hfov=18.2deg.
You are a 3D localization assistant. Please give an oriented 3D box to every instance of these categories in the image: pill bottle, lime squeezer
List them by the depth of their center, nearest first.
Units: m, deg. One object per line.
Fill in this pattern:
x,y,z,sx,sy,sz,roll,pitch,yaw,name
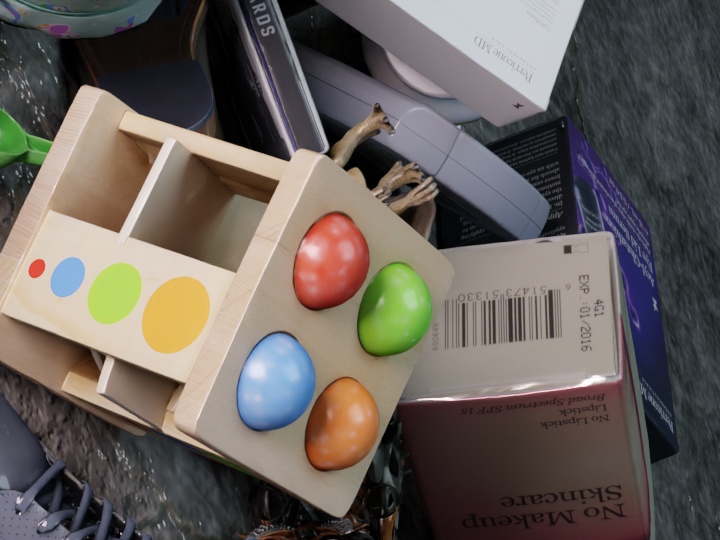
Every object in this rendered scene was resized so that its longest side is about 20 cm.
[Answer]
-0.157,-0.083,0.977,0.038,0.070,0.200,-86,156,-44,lime squeezer
0.056,-0.148,1.415,0.200,0.111,0.112,-39,108,-86,pill bottle

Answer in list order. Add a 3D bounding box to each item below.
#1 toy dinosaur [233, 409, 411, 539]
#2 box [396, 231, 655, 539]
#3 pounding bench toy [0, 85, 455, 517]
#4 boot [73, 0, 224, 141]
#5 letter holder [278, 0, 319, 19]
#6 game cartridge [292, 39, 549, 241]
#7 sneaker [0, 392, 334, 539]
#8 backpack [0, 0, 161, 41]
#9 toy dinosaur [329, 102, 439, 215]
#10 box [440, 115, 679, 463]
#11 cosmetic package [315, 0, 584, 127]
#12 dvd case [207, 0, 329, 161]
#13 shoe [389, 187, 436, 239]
-0.019,0.134,1.137,0.200,0.101,0.137,-100,179,-73,toy dinosaur
0.096,0.087,1.283,0.201,0.127,0.109,73,14,-47,box
-0.039,0.030,0.997,0.200,0.155,0.125,38,74,-53,pounding bench toy
-0.106,-0.088,1.149,0.201,0.074,0.097,-99,-176,-52,boot
-0.056,-0.256,1.330,0.201,0.100,0.142,66,21,-8,letter holder
0.035,-0.073,1.366,0.200,0.133,0.042,32,84,-57,game cartridge
-0.084,0.111,0.900,0.203,0.145,0.077,63,25,-13,sneaker
-0.135,-0.209,1.014,0.127,0.166,0.202,123,-33,-68,backpack
-0.018,-0.037,1.164,0.058,0.101,0.200,56,0,-14,toy dinosaur
0.133,0.025,1.522,0.148,0.104,0.201,46,32,-46,box
0.041,-0.197,1.258,0.199,0.052,0.152,33,63,-25,cosmetic package
-0.072,-0.149,1.202,0.150,0.025,0.201,173,-103,-80,dvd case
0.000,0.000,1.302,0.070,0.053,0.200,63,23,-17,shoe
